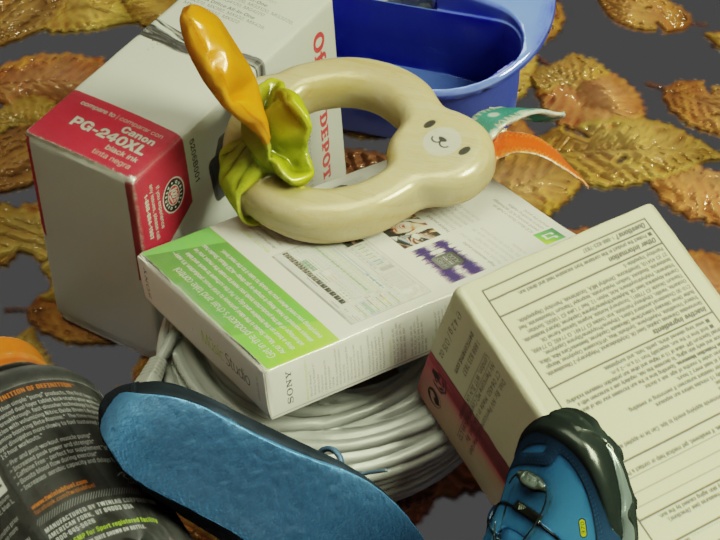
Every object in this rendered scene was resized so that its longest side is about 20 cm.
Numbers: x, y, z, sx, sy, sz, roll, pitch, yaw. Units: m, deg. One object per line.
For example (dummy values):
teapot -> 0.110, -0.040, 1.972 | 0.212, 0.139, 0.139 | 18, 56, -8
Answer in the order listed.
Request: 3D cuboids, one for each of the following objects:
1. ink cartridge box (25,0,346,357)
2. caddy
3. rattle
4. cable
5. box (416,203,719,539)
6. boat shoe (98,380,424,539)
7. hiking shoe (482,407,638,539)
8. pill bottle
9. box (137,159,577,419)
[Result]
ink cartridge box -> -0.097, -0.069, 1.267 | 0.083, 0.145, 0.200 | 23, 49, 26
caddy -> 0.027, -0.165, 1.362 | 0.200, 0.105, 0.142 | 11, 66, 14
rattle -> 0.018, -0.097, 1.139 | 0.200, 0.143, 0.130 | 1, 34, 12
cable -> -0.014, 0.050, 1.194 | 0.200, 0.069, 0.200 | 7, 44, 10
box -> 0.138, 0.089, 1.071 | 0.128, 0.109, 0.200 | -23, 66, -24
boat shoe -> -0.042, 0.108, 1.076 | 0.084, 0.200, 0.069 | -50, 20, -4
hiking shoe -> 0.068, 0.160, 0.973 | 0.074, 0.200, 0.087 | 22, 14, 42
pill bottle -> -0.159, 0.120, 1.099 | 0.106, 0.106, 0.200 | -22, 46, -18
box -> 0.000, 0.000, 1.153 | 0.200, 0.036, 0.144 | -20, 35, -24
